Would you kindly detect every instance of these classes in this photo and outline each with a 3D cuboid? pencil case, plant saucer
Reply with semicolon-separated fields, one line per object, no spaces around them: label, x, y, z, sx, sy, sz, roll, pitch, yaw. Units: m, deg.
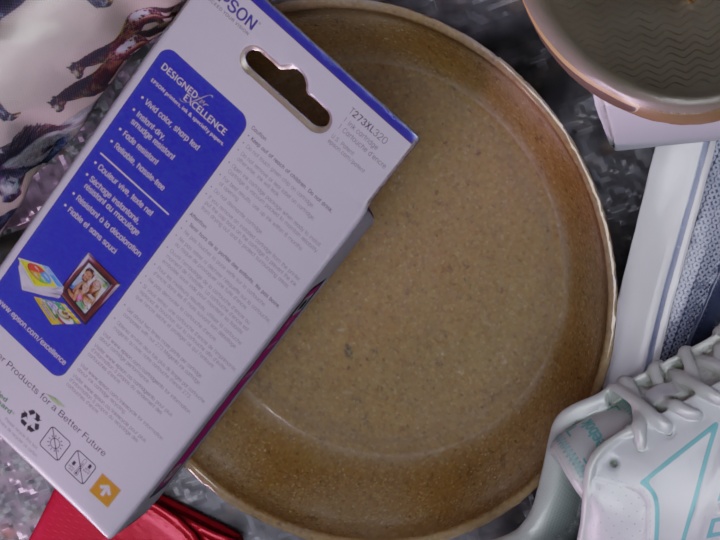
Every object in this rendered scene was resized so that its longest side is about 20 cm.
pencil case;-0.128;-0.067;0.844;0.078;0.089;0.200;46;106;22
plant saucer;0.000;0.000;0.853;0.199;0.035;0.202;5;105;20

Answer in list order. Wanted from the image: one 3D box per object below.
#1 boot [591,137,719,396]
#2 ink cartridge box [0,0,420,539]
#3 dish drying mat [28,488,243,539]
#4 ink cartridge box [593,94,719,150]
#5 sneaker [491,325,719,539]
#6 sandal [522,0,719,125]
boot;0.133;0.032;0.845;0.090;0.073;0.201;14;106;7
ink cartridge box;-0.065;-0.006;0.837;0.095;0.037;0.200;42;116;8
dish drying mat;-0.122;0.173;0.939;0.076;0.018;0.201;27;106;-2
ink cartridge box;0.168;-0.126;0.772;0.199;0.084;0.147;-6;81;8
sneaker;0.113;0.060;0.788;0.080;0.070;0.201;31;104;-18
sandal;0.078;-0.142;0.716;0.080;0.054;0.201;-10;81;7
